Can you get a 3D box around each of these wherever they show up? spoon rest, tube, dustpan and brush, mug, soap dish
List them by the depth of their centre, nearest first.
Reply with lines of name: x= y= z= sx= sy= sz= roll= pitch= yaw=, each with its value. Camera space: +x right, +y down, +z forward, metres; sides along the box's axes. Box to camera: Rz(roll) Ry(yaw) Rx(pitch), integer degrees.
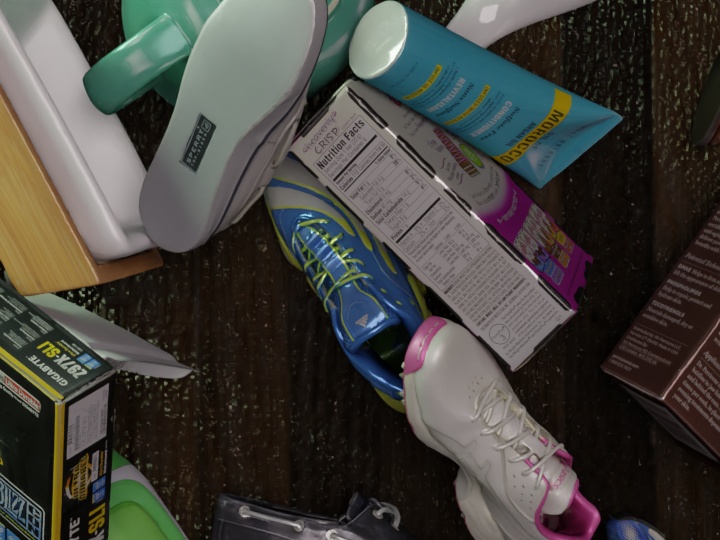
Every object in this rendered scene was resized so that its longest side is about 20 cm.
soap dish: x=-0.202 y=-0.078 z=1.295 sx=0.081 sy=0.157 sz=0.201 roll=-28 pitch=90 yaw=9
dustpan and brush: x=-0.216 y=0.039 z=1.311 sx=0.199 sy=0.139 sz=0.058 roll=28 pitch=93 yaw=19
mug: x=-0.072 y=-0.164 z=1.311 sx=0.151 sy=0.114 sz=0.187 roll=25 pitch=74 yaw=-14
tube: x=0.078 y=-0.109 z=1.321 sx=0.199 sy=0.077 sz=0.051 roll=23 pitch=42 yaw=-41
spoon rest: x=0.110 y=-0.198 z=1.390 sx=0.099 sy=0.061 sz=0.200 roll=46 pitch=69 yaw=-3

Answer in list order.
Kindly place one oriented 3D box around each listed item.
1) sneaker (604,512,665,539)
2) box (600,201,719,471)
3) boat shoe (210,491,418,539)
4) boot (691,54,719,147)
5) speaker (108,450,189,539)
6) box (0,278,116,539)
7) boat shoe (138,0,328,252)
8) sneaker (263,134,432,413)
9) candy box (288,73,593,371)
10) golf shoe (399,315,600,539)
sneaker: x=0.173 y=0.259 z=1.351 sx=0.088 sy=0.079 sz=0.202 roll=-3 pitch=87 yaw=-9
box: x=0.258 y=0.020 z=1.360 sx=0.201 sy=0.075 sz=0.100 roll=-51 pitch=124 yaw=-6
boat shoe: x=0.002 y=0.178 z=1.343 sx=0.198 sy=0.072 sz=0.069 roll=7 pitch=87 yaw=1
boot: x=0.344 y=-0.117 z=1.406 sx=0.199 sy=0.064 sz=0.187 roll=32 pitch=86 yaw=-8
speaker: x=-0.127 y=0.214 z=1.301 sx=0.088 sy=0.088 sz=0.201 roll=-35 pitch=80 yaw=-7
box: x=-0.227 y=0.078 z=1.238 sx=0.199 sy=0.161 sz=0.049 roll=35 pitch=46 yaw=30
boat shoe: x=-0.065 y=-0.095 z=1.242 sx=0.072 sy=0.066 sz=0.201 roll=38 pitch=122 yaw=21
sneaker: x=0.000 y=0.000 z=1.330 sx=0.075 sy=0.105 sz=0.201 roll=-33 pitch=91 yaw=2
candy box: x=0.054 y=-0.041 z=1.322 sx=0.200 sy=0.136 sz=0.061 roll=45 pitch=108 yaw=-2
golf shoe: x=0.091 y=0.104 z=1.300 sx=0.076 sy=0.091 sz=0.201 roll=-56 pitch=137 yaw=-27
